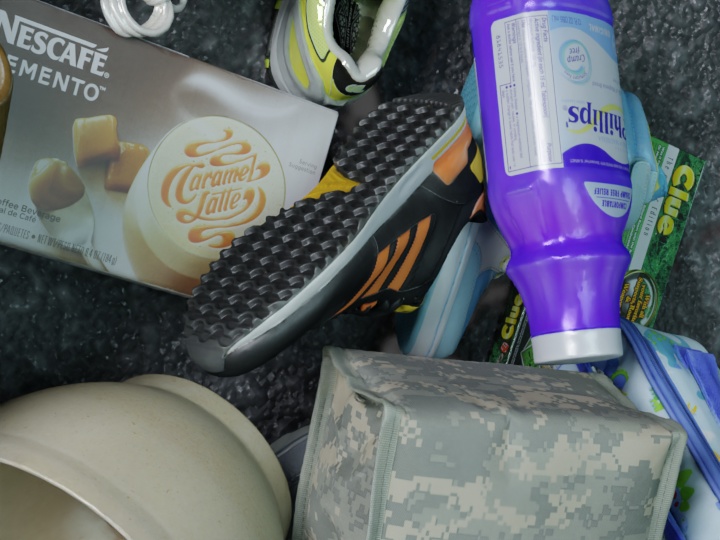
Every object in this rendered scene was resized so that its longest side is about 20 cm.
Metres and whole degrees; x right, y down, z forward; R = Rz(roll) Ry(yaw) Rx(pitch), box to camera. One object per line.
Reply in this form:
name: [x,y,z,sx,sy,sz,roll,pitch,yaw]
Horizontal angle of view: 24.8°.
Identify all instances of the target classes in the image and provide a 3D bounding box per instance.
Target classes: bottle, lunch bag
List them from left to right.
lunch bag: [0.052,0.151,0.809,0.163,0.118,0.201,6,101,-21]
bottle: [0.104,-0.052,0.859,0.083,0.065,0.201,5,77,-50]
lunch bag: [0.156,0.134,0.905,0.082,0.200,0.161,16,124,-31]

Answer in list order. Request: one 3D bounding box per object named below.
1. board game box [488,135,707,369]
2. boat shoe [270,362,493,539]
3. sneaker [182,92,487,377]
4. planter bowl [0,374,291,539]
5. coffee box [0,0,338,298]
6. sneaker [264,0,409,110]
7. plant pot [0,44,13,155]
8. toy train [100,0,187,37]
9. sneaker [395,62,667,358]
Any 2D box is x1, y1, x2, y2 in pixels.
board game box: [0.143,0.009,1.013,0.104,0.023,0.201,20,87,-29]
boat shoe: [0.011,0.111,0.900,0.200,0.071,0.070,-27,102,-9]
sneaker: [0.000,0.000,0.812,0.200,0.070,0.090,-47,127,-29]
planter bowl: [-0.116,0.135,0.794,0.135,0.199,0.201,-45,119,-49]
coffee box: [-0.125,-0.056,0.810,0.199,0.080,0.115,18,86,-32]
sneaker: [0.006,-0.183,0.875,0.075,0.076,0.201,7,92,-29]
plant pot: [-0.227,-0.023,0.646,0.186,0.187,0.200,22,122,-31]
toy train: [-0.123,-0.211,0.794,0.150,0.055,0.201,-28,100,-39]
sneaker: [0.104,-0.028,0.935,0.130,0.080,0.201,21,86,-13]
